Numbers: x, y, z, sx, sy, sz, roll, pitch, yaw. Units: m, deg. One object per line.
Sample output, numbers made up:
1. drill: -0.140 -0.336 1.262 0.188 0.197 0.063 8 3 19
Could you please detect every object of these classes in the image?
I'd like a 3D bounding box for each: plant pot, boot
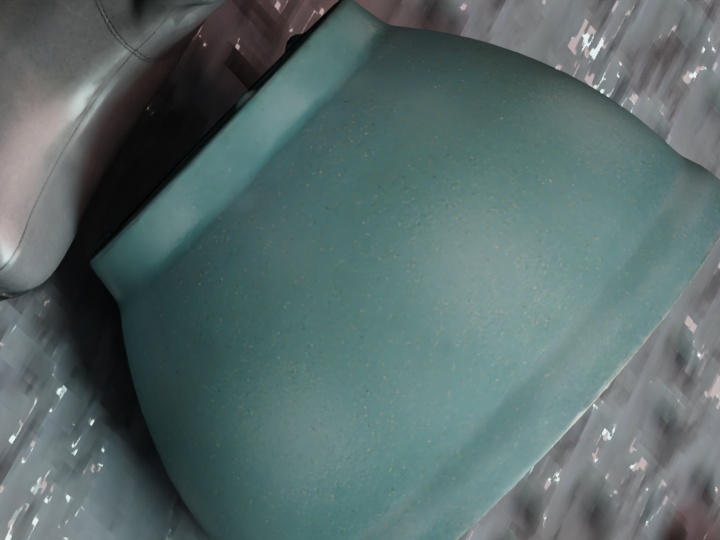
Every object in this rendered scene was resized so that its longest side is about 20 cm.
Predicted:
1. plant pot: 0.000 0.000 0.911 0.134 0.200 0.200 43 56 -5
2. boot: -0.058 -0.086 0.875 0.070 0.132 0.200 33 67 -41
